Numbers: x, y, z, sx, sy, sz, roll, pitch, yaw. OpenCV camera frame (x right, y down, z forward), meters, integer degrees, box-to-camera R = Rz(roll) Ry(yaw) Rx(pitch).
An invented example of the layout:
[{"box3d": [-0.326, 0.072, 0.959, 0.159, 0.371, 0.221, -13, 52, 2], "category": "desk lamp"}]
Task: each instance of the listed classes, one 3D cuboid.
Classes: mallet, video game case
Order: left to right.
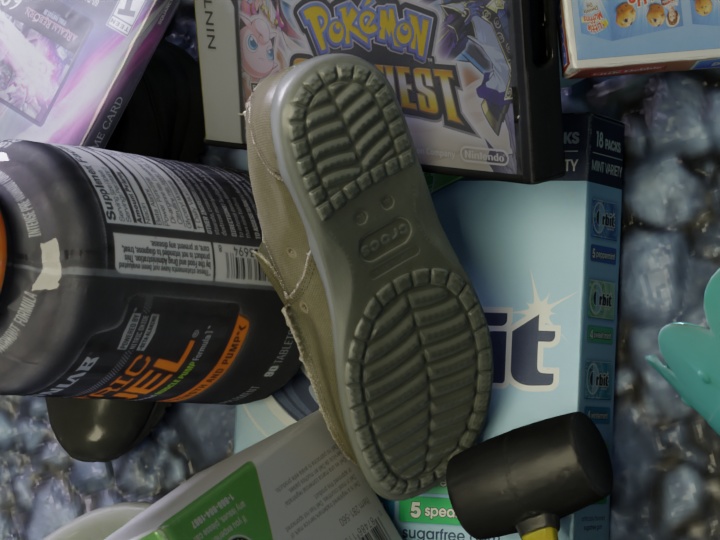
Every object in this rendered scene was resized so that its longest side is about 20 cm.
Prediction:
[{"box3d": [-0.171, -0.072, 1.202, 0.143, 0.019, 0.201, 31, 95, 37], "category": "video game case"}, {"box3d": [-0.001, -0.134, 1.098, 0.199, 0.025, 0.182, 9, 109, 45], "category": "video game case"}, {"box3d": [0.090, 0.149, 1.055, 0.066, 0.041, 0.201, -29, 57, 19], "category": "mallet"}]

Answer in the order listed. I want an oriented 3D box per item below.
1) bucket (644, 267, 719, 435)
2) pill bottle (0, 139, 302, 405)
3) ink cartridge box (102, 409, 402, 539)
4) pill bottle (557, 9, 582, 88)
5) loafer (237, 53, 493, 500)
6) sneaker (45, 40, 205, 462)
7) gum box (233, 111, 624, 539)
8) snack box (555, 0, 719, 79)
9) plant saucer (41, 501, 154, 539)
[{"box3d": [0.223, 0.022, 0.985, 0.207, 0.207, 0.135, -42, 77, 18], "category": "bucket"}, {"box3d": [-0.115, 0.001, 1.110, 0.106, 0.199, 0.107, -4, 83, 41], "category": "pill bottle"}, {"box3d": [-0.024, 0.180, 1.096, 0.084, 0.146, 0.201, -28, 92, 32], "category": "ink cartridge box"}, {"box3d": [0.048, -0.179, 1.135, 0.113, 0.113, 0.201, -38, 70, 20], "category": "pill bottle"}, {"box3d": [0.000, 0.000, 1.100, 0.070, 0.075, 0.201, 25, 133, 58], "category": "loafer"}, {"box3d": [-0.126, -0.011, 1.226, 0.076, 0.091, 0.201, 3, 89, 25], "category": "sneaker"}, {"box3d": [0.028, 0.033, 1.168, 0.169, 0.044, 0.201, 1, 87, 28], "category": "gum box"}, {"box3d": [0.176, -0.121, 1.060, 0.199, 0.024, 0.072, -5, 84, -5], "category": "snack box"}, {"box3d": [-0.126, 0.203, 1.204, 0.200, 0.050, 0.201, -31, 38, 28], "category": "plant saucer"}]
